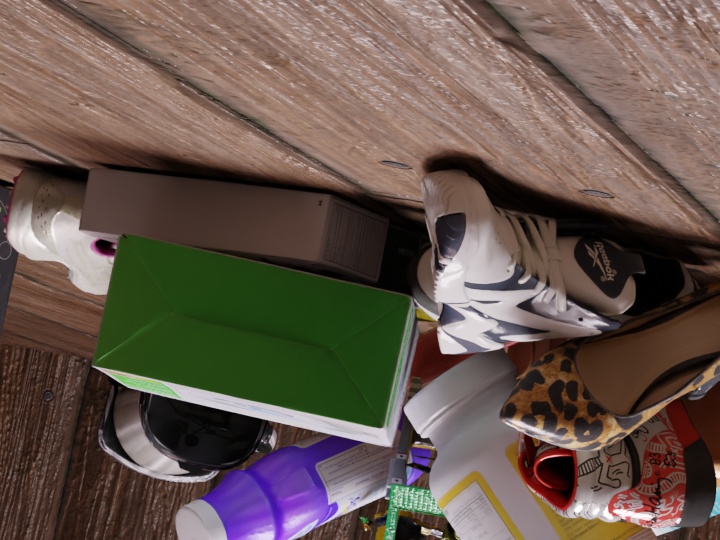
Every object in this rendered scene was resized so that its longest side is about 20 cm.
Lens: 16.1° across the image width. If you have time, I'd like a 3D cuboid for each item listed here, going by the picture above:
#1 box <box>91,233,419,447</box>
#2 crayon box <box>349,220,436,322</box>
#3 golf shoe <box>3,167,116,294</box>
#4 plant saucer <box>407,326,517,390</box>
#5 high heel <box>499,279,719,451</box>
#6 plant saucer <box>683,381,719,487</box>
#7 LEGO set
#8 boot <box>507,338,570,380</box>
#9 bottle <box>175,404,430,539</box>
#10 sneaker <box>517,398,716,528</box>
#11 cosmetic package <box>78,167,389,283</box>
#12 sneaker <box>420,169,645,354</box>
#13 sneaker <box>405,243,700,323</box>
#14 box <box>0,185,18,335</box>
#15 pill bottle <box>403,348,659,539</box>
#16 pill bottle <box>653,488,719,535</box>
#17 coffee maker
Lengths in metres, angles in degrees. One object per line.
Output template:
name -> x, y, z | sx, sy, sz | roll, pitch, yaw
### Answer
box -> -0.066, 0.048, 1.728 | 0.199, 0.097, 0.176 | 12, 172, 4
crayon box -> 0.000, 0.000, 1.838 | 0.127, 0.051, 0.200 | 17, 171, -36
golf shoe -> -0.182, -0.022, 1.886 | 0.091, 0.076, 0.200 | 5, 172, 26
plant saucer -> 0.045, 0.069, 1.945 | 0.200, 0.037, 0.200 | -24, 178, -8
high heel -> 0.183, 0.043, 1.534 | 0.200, 0.072, 0.143 | -11, 155, -41
plant saucer -> 0.240, 0.091, 1.762 | 0.199, 0.038, 0.200 | 1, -150, -1
LEGO set -> 0.098, 0.155, 1.848 | 0.199, 0.116, 0.154 | 4, 140, 10
boot -> 0.204, 0.064, 1.991 | 0.155, 0.077, 0.200 | 9, 165, -15
bottle -> -0.044, 0.161, 1.886 | 0.200, 0.065, 0.084 | -22, 169, -34
sneaker -> 0.148, 0.091, 1.645 | 0.108, 0.067, 0.202 | 3, -147, -18
cosmetic package -> -0.088, -0.030, 1.737 | 0.200, 0.051, 0.082 | 7, 171, 32
sneaker -> 0.105, -0.009, 1.511 | 0.129, 0.080, 0.199 | -7, 152, 1
sneaker -> 0.126, 0.004, 1.639 | 0.199, 0.074, 0.080 | 5, 160, 12
box -> -0.384, -0.025, 1.986 | 0.200, 0.125, 0.148 | 8, 173, 40
pill bottle -> 0.117, 0.154, 1.711 | 0.112, 0.200, 0.112 | -32, 169, -7
pill bottle -> 0.274, 0.117, 1.879 | 0.200, 0.111, 0.111 | -23, 162, 16
coffee maker -> -0.129, 0.063, 1.958 | 0.134, 0.193, 0.200 | -6, 174, -15
